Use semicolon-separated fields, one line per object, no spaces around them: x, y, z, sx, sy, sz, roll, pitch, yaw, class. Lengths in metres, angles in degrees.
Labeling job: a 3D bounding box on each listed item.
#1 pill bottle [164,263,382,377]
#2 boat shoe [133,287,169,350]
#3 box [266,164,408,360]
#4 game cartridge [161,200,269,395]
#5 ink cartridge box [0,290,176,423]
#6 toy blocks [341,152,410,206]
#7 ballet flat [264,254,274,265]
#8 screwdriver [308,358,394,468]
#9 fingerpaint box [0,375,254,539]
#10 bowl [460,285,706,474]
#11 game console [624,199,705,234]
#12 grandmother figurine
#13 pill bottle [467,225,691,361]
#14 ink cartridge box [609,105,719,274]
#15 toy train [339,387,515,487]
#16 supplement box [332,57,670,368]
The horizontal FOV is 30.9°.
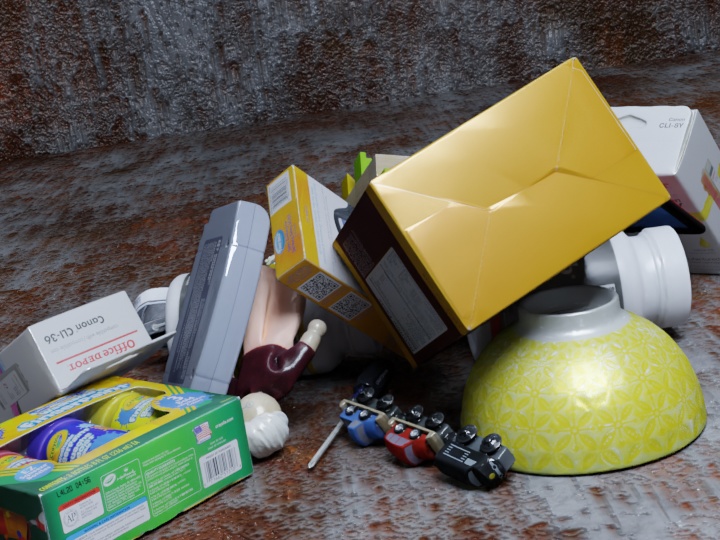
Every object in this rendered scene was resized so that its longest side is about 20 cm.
-0.082;0.049;1.280;0.200;0.113;0.112;-6;15;10;pill bottle
-0.140;0.057;1.388;0.200;0.072;0.068;1;46;-16;boat shoe
0.000;0.000;1.191;0.041;0.200;0.119;-34;42;24;box
-0.132;0.039;1.168;0.041;0.200;0.133;16;-8;-15;game cartridge
-0.269;0.084;1.184;0.200;0.068;0.116;-33;-5;41;ink cartridge box
0.061;-0.059;1.312;0.136;0.100;0.200;2;-21;-15;toy blocks
-0.021;-0.013;1.574;0.200;0.076;0.064;-7;-2;-7;ballet flat
-0.010;0.120;1.133;0.028;0.029;0.200;-3;14;21;screwdriver
-0.215;0.154;1.034;0.167;0.074;0.200;4;19;42;fingerpaint box
0.173;0.074;1.046;0.200;0.108;0.200;-8;14;2;bowl
0.207;-0.031;1.270;0.200;0.172;0.119;27;14;-45;game console
-0.084;0.078;1.140;0.121;0.061;0.200;-37;34;35;grandmother figurine
0.198;0.020;1.221;0.200;0.116;0.116;-9;14;-2;pill bottle
0.309;-0.081;1.375;0.145;0.200;0.084;4;62;37;ink cartridge box
0.045;0.134;1.037;0.046;0.034;0.200;-48;31;-19;toy train
0.105;-0.039;1.059;0.197;0.133;0.200;-32;-5;-15;supplement box
